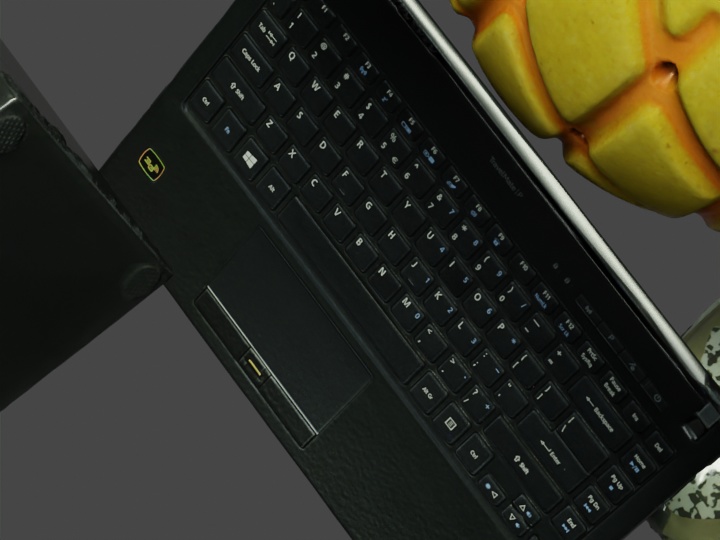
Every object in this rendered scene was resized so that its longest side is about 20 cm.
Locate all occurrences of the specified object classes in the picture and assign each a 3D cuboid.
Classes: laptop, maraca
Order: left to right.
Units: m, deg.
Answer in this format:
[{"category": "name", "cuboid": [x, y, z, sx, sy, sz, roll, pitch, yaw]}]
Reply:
[{"category": "laptop", "cuboid": [0.000, 0.000, 0.682, 0.103, 0.200, 0.177, -24, 73, -48]}, {"category": "maraca", "cuboid": [0.066, -0.079, 0.659, 0.200, 0.137, 0.107, 35, 73, 25]}]

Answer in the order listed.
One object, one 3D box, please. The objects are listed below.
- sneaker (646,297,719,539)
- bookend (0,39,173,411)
[{"category": "sneaker", "cuboid": [0.158, 0.008, 0.735, 0.200, 0.089, 0.077, -30, 78, -4]}, {"category": "bookend", "cuboid": [-0.188, -0.021, 0.726, 0.199, 0.092, 0.200, -38, 54, 0]}]
